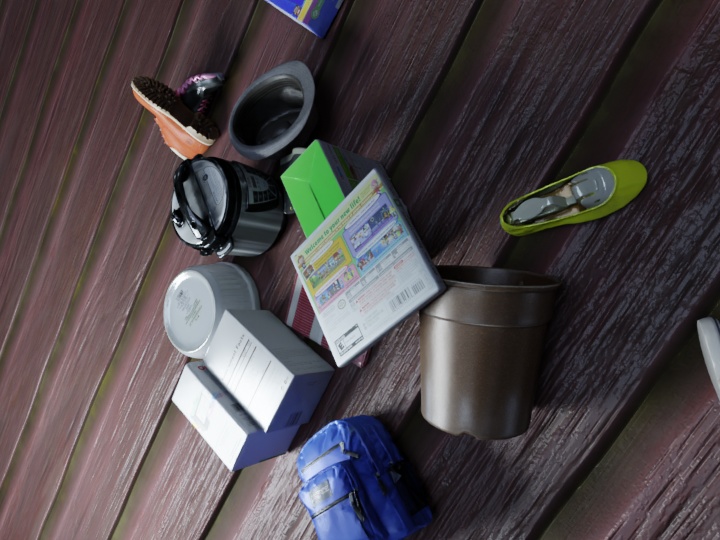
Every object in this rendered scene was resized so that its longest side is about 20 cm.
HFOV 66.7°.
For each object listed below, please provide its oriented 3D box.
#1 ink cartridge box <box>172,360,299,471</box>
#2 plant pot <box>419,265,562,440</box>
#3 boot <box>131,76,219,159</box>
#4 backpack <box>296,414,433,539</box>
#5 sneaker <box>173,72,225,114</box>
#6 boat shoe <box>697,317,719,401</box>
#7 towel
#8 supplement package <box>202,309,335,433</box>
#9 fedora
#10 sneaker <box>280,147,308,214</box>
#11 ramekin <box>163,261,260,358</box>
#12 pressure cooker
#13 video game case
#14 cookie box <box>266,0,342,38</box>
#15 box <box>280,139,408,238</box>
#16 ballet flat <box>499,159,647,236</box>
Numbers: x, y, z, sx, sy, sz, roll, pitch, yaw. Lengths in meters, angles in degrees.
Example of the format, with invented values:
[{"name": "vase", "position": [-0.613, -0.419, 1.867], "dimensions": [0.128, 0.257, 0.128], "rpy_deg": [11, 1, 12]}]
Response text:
[{"name": "ink cartridge box", "position": [-0.230, 0.257, 1.013], "dimensions": [0.199, 0.144, 0.085], "rpy_deg": [36, 106, 30]}, {"name": "plant pot", "position": [0.160, 0.104, 0.741], "dimensions": [0.197, 0.199, 0.203], "rpy_deg": [8, 99, 34]}, {"name": "boot", "position": [-0.412, -0.318, 1.170], "dimensions": [0.107, 0.199, 0.076], "rpy_deg": [-34, 24, 38]}, {"name": "backpack", "position": [-0.007, 0.331, 0.847], "dimensions": [0.162, 0.167, 0.202], "rpy_deg": [-37, 64, 19]}, {"name": "sneaker", "position": [-0.363, -0.364, 1.204], "dimensions": [0.197, 0.079, 0.097], "rpy_deg": [-19, 100, 31]}, {"name": "boat shoe", "position": [0.454, 0.141, 0.606], "dimensions": [0.091, 0.074, 0.204], "rpy_deg": [-20, 83, 24]}, {"name": "towel", "position": [-0.049, 0.066, 0.979], "dimensions": [0.198, 0.023, 0.147], "rpy_deg": [23, 102, 35]}, {"name": "supplement package", "position": [-0.168, 0.174, 0.991], "dimensions": [0.199, 0.120, 0.121], "rpy_deg": [36, 105, 31]}, {"name": "fedora", "position": [-0.147, -0.279, 1.018], "dimensions": [0.198, 0.090, 0.179], "rpy_deg": [-34, 61, 14]}, {"name": "sneaker", "position": [-0.090, -0.155, 0.964], "dimensions": [0.199, 0.073, 0.109], "rpy_deg": [-174, 81, -69]}, {"name": "ramekin", "position": [-0.306, 0.083, 1.102], "dimensions": [0.197, 0.104, 0.205], "rpy_deg": [-2, 86, 34]}, {"name": "pressure cooker", "position": [-0.257, -0.116, 1.026], "dimensions": [0.174, 0.199, 0.182], "rpy_deg": [19, 97, 34]}, {"name": "video game case", "position": [0.000, 0.000, 0.728], "dimensions": [0.200, 0.022, 0.184], "rpy_deg": [-41, 65, 34]}, {"name": "cookie box", "position": [-0.108, -0.569, 1.029], "dimensions": [0.200, 0.075, 0.173], "rpy_deg": [42, 109, 28]}, {"name": "box", "position": [-0.005, -0.084, 0.864], "dimensions": [0.096, 0.175, 0.203], "rpy_deg": [-36, 69, 28]}, {"name": "ballet flat", "position": [0.279, -0.095, 0.737], "dimensions": [0.197, 0.067, 0.068], "rpy_deg": [-20, 75, 31]}]
